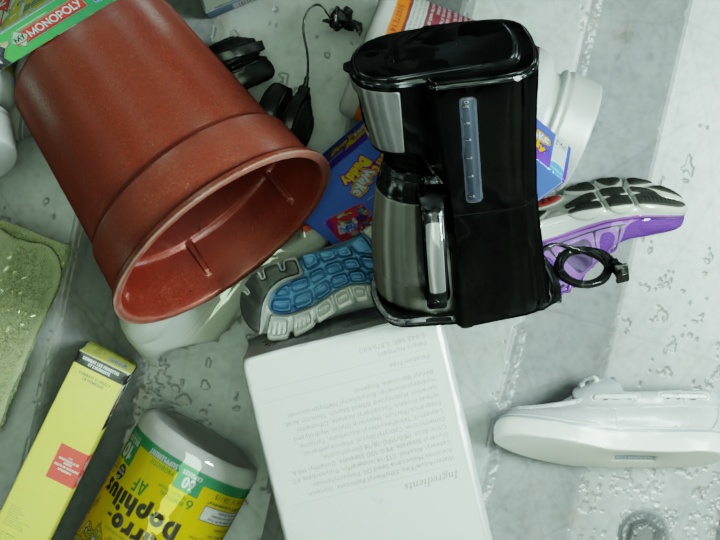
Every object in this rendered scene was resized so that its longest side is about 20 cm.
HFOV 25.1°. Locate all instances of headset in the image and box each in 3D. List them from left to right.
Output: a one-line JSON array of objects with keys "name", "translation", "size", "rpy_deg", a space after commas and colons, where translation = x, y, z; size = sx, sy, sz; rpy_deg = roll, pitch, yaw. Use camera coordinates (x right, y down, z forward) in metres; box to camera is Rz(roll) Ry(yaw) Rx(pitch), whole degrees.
[{"name": "headset", "translation": [-0.082, -0.149, 1.371], "size": [0.124, 0.094, 0.200], "rpy_deg": [46, 106, 0]}]

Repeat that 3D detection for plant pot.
[{"name": "plant pot", "translation": [-0.159, -0.098, 1.263], "size": [0.200, 0.201, 0.196], "rpy_deg": [-37, 74, 0]}]

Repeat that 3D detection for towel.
[{"name": "towel", "translation": [-0.334, 0.046, 1.334], "size": [0.147, 0.037, 0.202], "rpy_deg": [16, 108, -30]}]

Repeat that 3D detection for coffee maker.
[{"name": "coffee maker", "translation": [0.090, -0.078, 1.195], "size": [0.190, 0.135, 0.202], "rpy_deg": [-17, 121, -20]}]

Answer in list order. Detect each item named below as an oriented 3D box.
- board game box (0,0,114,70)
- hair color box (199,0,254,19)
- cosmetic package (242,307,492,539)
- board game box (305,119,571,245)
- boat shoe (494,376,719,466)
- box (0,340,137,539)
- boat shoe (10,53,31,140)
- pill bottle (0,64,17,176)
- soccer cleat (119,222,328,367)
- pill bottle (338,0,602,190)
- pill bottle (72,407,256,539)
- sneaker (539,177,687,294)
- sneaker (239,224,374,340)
[{"name": "board game box", "translation": [-0.237, -0.252, 1.270], "size": [0.134, 0.201, 0.029], "rpy_deg": [-25, 131, 24]}, {"name": "hair color box", "translation": [-0.120, -0.324, 1.352], "size": [0.098, 0.061, 0.202], "rpy_deg": [-21, 94, -1]}, {"name": "cosmetic package", "translation": [0.005, 0.141, 1.335], "size": [0.163, 0.165, 0.202], "rpy_deg": [-13, 93, -1]}, {"name": "board game box", "translation": [0.053, -0.074, 1.313], "size": [0.134, 0.045, 0.200], "rpy_deg": [38, 130, -18]}, {"name": "boat shoe", "translation": [0.214, 0.126, 1.391], "size": [0.197, 0.072, 0.069], "rpy_deg": [0, 66, 5]}, {"name": "box", "translation": [-0.256, 0.162, 1.370], "size": [0.050, 0.075, 0.202], "rpy_deg": [27, 91, -4]}, {"name": "boat shoe", "translation": [-0.236, -0.195, 1.356], "size": [0.068, 0.072, 0.202], "rpy_deg": [24, 83, -4]}, {"name": "pill bottle", "translation": [-0.338, -0.173, 1.293], "size": [0.113, 0.114, 0.202], "rpy_deg": [-14, 71, -2]}, {"name": "soccer cleat", "translation": [-0.111, 0.010, 1.377], "size": [0.199, 0.069, 0.078], "rpy_deg": [-27, 126, -9]}, {"name": "pill bottle", "translation": [0.092, -0.147, 1.346], "size": [0.198, 0.114, 0.115], "rpy_deg": [21, 92, -3]}, {"name": "pill bottle", "translation": [-0.179, 0.228, 1.357], "size": [0.112, 0.113, 0.201], "rpy_deg": [30, 92, -4]}, {"name": "sneaker", "translation": [0.183, -0.023, 1.390], "size": [0.198, 0.081, 0.084], "rpy_deg": [-16, 111, 5]}, {"name": "sneaker", "translation": [0.000, 0.000, 1.325], "size": [0.198, 0.087, 0.076], "rpy_deg": [-13, 93, 2]}]
